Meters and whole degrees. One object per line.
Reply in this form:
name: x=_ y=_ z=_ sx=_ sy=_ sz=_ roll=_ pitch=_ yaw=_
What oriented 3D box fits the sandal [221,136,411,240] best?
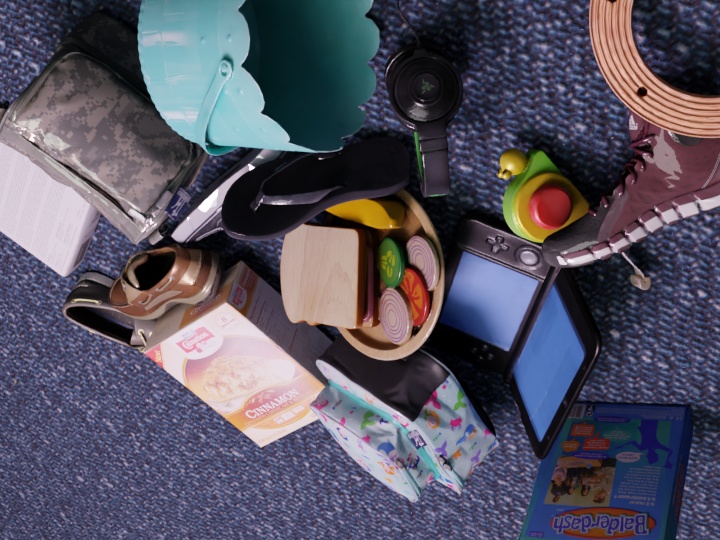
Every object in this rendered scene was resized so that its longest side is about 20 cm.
sandal: x=-0.048 y=-0.090 z=1.108 sx=0.198 sy=0.077 sz=0.043 roll=-20 pitch=159 yaw=0

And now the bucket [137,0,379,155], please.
bucket: x=-0.088 y=-0.199 z=0.988 sx=0.133 sy=0.208 sz=0.209 roll=3 pitch=131 yaw=32

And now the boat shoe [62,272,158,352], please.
boat shoe: x=-0.278 y=0.071 z=1.413 sx=0.200 sy=0.061 sz=0.073 roll=23 pitch=135 yaw=5

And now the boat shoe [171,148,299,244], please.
boat shoe: x=-0.129 y=-0.073 z=1.212 sx=0.068 sy=0.072 sz=0.199 roll=44 pitch=126 yaw=-14

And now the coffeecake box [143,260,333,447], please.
coffeecake box: x=-0.130 y=0.104 z=1.336 sx=0.153 sy=0.074 sz=0.200 roll=-29 pitch=120 yaw=34

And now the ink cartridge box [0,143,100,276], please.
ink cartridge box: x=-0.402 y=-0.106 z=1.334 sx=0.199 sy=0.057 sz=0.163 roll=38 pitch=136 yaw=3

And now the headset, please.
headset: x=0.069 y=-0.168 z=1.005 sx=0.093 sy=0.124 sz=0.203 roll=-9 pitch=110 yaw=1

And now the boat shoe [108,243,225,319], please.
boat shoe: x=-0.239 y=0.005 z=1.304 sx=0.073 sy=0.077 sz=0.199 roll=25 pitch=152 yaw=-37

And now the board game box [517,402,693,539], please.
board game box: x=0.264 y=0.227 z=1.191 sx=0.150 sy=0.201 sz=0.045 roll=-1 pitch=129 yaw=27

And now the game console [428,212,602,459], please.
game console: x=0.150 y=0.070 z=1.165 sx=0.174 sy=0.117 sz=0.201 roll=22 pitch=135 yaw=6

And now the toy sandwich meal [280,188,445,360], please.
toy sandwich meal: x=0.000 y=0.000 z=1.154 sx=0.204 sy=0.070 sz=0.208 roll=9 pitch=102 yaw=46

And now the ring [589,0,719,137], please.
ring: x=0.284 y=-0.205 z=0.900 sx=0.198 sy=0.019 sz=0.203 roll=9 pitch=119 yaw=17

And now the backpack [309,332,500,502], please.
backpack: x=0.054 y=0.163 z=1.249 sx=0.177 sy=0.151 sz=0.200 roll=27 pitch=167 yaw=48

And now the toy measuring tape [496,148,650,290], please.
toy measuring tape: x=0.196 y=-0.036 z=1.079 sx=0.200 sy=0.074 sz=0.073 roll=46 pitch=133 yaw=-16

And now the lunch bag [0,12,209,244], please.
lunch bag: x=-0.251 y=-0.135 z=1.141 sx=0.199 sy=0.169 sz=0.139 roll=37 pitch=135 yaw=-9

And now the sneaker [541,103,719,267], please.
sneaker: x=0.238 y=-0.089 z=0.997 sx=0.198 sy=0.076 sz=0.117 roll=-25 pitch=105 yaw=8
